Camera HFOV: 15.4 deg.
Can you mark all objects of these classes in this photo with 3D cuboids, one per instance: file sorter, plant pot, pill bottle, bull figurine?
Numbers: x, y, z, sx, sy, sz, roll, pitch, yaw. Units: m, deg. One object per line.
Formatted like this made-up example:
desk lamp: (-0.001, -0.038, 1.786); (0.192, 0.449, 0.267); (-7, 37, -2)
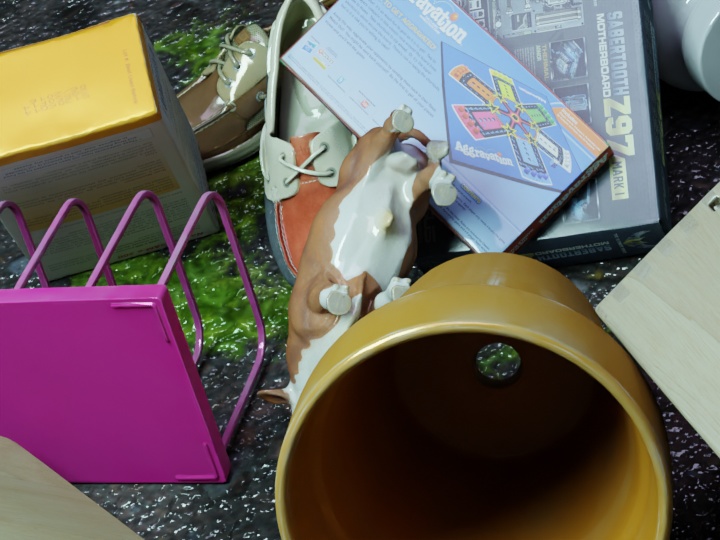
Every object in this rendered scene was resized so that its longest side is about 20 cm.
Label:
file sorter: (-0.171, 0.034, 1.588); (0.198, 0.140, 0.126); (-2, 38, 21)
plant pot: (0.065, 0.082, 1.400); (0.199, 0.202, 0.184); (-10, 22, 11)
pill bottle: (0.210, -0.188, 1.737); (0.112, 0.114, 0.200); (-25, 37, -10)
bull figurine: (0.000, 0.000, 1.542); (0.065, 0.121, 0.201); (20, 72, -14)

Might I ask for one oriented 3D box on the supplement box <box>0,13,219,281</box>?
supplement box: (-0.172, -0.074, 1.675); (0.125, 0.200, 0.074); (-15, 68, 2)

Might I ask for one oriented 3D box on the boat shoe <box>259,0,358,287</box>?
boat shoe: (-0.030, -0.078, 1.681); (0.071, 0.063, 0.202); (-6, 66, 13)

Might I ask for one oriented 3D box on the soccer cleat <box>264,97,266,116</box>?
soccer cleat: (0.027, -0.123, 1.761); (0.199, 0.070, 0.087); (-21, 45, -2)

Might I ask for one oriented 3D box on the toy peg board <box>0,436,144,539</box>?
toy peg board: (-0.210, 0.164, 1.422); (0.199, 0.200, 0.098); (32, 97, 34)

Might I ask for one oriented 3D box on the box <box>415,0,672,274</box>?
box: (0.106, -0.102, 1.645); (0.156, 0.051, 0.202); (-9, 69, 15)

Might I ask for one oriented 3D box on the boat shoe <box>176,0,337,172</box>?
boat shoe: (-0.071, -0.136, 1.820); (0.199, 0.074, 0.076); (-28, 37, -14)

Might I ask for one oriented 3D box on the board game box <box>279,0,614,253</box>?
board game box: (0.051, -0.101, 1.622); (0.103, 0.019, 0.200); (-45, 66, 1)

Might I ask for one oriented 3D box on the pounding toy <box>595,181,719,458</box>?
pounding toy: (0.249, 0.052, 1.365); (0.142, 0.200, 0.184); (-45, 38, 7)
